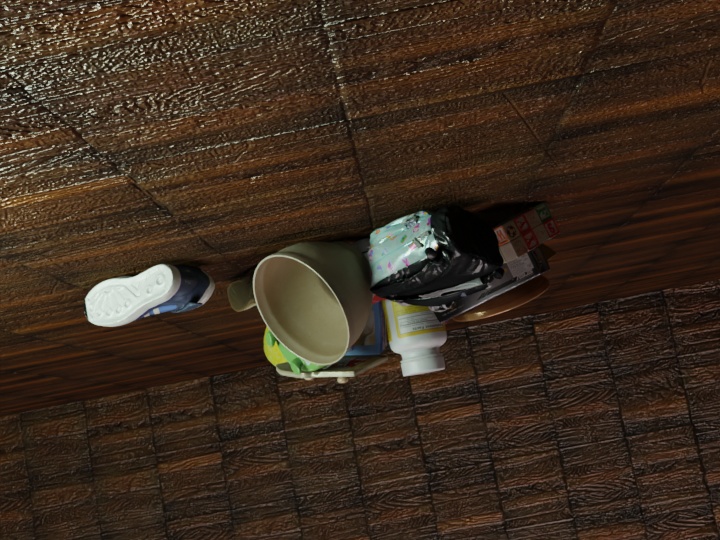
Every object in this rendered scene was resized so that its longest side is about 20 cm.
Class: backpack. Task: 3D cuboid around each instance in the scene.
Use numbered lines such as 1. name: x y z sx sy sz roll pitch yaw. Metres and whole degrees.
1. backpack: 0.105 -0.023 1.563 0.199 0.127 0.166 -23 146 37

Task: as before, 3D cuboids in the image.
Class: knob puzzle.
1. knob puzzle: -0.069 0.191 1.888 0.218 0.031 0.220 -4 -176 0

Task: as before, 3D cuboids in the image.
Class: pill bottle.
1. pill bottle: 0.102 0.093 1.868 0.110 0.202 0.111 -9 172 -1

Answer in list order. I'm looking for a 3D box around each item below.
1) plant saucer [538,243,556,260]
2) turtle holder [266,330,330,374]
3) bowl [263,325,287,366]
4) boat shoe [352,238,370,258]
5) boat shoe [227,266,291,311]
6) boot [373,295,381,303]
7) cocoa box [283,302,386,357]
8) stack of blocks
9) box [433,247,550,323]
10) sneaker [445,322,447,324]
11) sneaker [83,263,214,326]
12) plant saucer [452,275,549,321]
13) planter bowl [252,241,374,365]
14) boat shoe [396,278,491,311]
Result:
1. plant saucer: 0.265 -0.010 1.972 0.199 0.049 0.200 -17 -175 32
2. turtle holder: -0.095 0.102 1.835 0.185 0.142 0.131 25 -160 37
3. bowl: -0.118 0.118 2.155 0.199 0.201 0.108 -9 129 -7
4. boat shoe: 0.079 -0.026 1.702 0.199 0.067 0.074 -9 171 -21
5. boat shoe: -0.167 0.029 1.772 0.065 0.073 0.200 -17 177 -36
6. boot: -0.008 0.016 1.743 0.144 0.073 0.199 -6 164 43
7. cocoa box: -0.052 0.101 1.989 0.198 0.134 0.131 -3 -178 6
8. stack of blocks: 0.227 -0.041 1.691 0.115 0.059 0.200 -28 -179 -35
9. box: 0.232 0.024 1.759 0.199 0.049 0.158 -27 176 17
10. sneaker: 0.101 0.057 2.054 0.199 0.075 0.080 20 -160 37
11. sneaker: -0.337 0.047 1.636 0.199 0.081 0.146 -21 163 24
12. plant saucer: 0.266 0.044 1.920 0.199 0.038 0.200 -21 -172 3
13. planter bowl: -0.058 0.034 1.617 0.200 0.201 0.135 -21 -167 48
14. boat shoe: 0.137 0.032 1.658 0.199 0.069 0.072 -21 160 31
